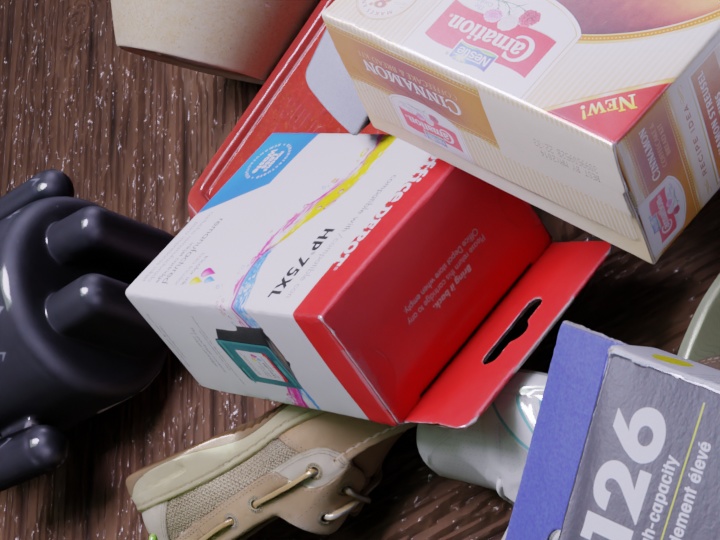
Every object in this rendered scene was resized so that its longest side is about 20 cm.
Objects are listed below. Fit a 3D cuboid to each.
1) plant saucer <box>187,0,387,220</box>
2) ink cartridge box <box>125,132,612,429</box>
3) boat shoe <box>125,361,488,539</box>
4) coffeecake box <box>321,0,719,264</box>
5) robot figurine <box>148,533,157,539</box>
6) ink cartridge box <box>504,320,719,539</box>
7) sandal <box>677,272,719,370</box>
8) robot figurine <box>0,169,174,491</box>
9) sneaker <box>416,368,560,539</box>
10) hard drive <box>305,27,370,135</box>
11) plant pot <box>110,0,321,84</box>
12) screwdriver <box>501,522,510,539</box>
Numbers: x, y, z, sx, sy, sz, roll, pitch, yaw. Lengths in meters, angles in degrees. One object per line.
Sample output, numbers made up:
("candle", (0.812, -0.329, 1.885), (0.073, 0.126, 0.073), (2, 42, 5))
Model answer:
("plant saucer", (-0.010, -0.061, 1.038), (0.200, 0.037, 0.200), (-55, 37, 10))
("ink cartridge box", (0.000, 0.000, 0.864), (0.200, 0.067, 0.116), (5, 47, 53))
("boat shoe", (-0.019, 0.091, 0.933), (0.200, 0.071, 0.065), (-25, 84, 29))
("coffeecake box", (0.110, -0.120, 0.775), (0.153, 0.073, 0.200), (29, 69, 38))
("robot figurine", (-0.082, 0.212, 0.879), (0.176, 0.115, 0.200), (-60, 34, 23))
("ink cartridge box", (0.098, 0.131, 0.640), (0.200, 0.047, 0.198), (19, 96, 48))
("sandal", (0.126, 0.074, 0.697), (0.080, 0.057, 0.201), (32, 94, 20))
("robot figurine", (-0.189, 0.033, 1.114), (0.200, 0.125, 0.150), (-26, 17, 38))
("sneaker", (0.091, 0.085, 0.794), (0.200, 0.070, 0.080), (-2, 69, 49))
("hard drive", (0.041, -0.162, 0.900), (0.200, 0.042, 0.135), (-59, -1, 14))
("plant pot", (-0.070, -0.213, 1.112), (0.187, 0.187, 0.201), (15, 93, 53))
("screwdriver", (0.051, 0.117, 0.793), (0.029, 0.028, 0.200), (26, 123, 15))
